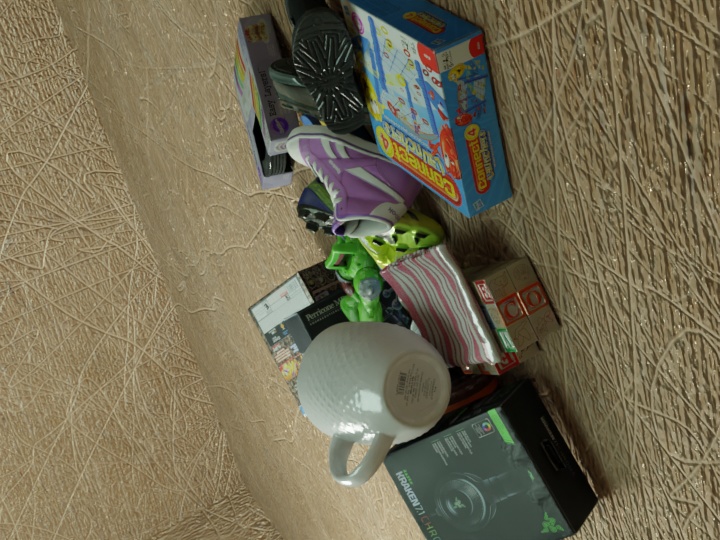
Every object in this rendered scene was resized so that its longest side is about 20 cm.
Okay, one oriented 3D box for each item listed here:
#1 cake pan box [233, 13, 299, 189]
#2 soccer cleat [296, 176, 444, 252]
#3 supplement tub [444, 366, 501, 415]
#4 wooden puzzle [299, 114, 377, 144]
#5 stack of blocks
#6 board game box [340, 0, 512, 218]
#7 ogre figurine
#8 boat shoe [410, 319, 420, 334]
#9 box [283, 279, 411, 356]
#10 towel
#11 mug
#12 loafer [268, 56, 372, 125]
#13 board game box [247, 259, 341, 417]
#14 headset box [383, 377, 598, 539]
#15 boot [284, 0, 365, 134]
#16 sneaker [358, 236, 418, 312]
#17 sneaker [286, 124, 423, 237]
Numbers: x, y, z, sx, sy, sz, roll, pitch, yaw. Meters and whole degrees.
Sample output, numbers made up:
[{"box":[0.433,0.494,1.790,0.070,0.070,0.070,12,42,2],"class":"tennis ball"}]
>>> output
[{"box":[-0.133,-0.233,1.805,0.184,0.052,0.201,111,145,-72],"class":"cake pan box"},{"box":[0.015,-0.077,1.571,0.200,0.084,0.065,13,155,24],"class":"soccer cleat"},{"box":[0.140,0.190,1.612,0.200,0.107,0.107,66,164,-9],"class":"supplement tub"},{"box":[-0.025,-0.171,1.651,0.185,0.046,0.200,57,163,17],"class":"wooden puzzle"},{"box":[0.151,0.055,1.442,0.115,0.058,0.200,64,164,-3],"class":"stack of blocks"},{"box":[0.068,-0.183,1.327,0.200,0.056,0.196,42,154,51],"class":"board game box"},{"box":[0.000,0.000,1.742,0.120,0.098,0.200,98,-177,-58],"class":"ogre figurine"},{"box":[0.106,0.141,1.720,0.069,0.072,0.200,-103,-10,-56],"class":"boat shoe"},{"box":[0.005,0.121,1.845,0.200,0.148,0.107,62,164,0],"class":"box"},{"box":[0.090,0.047,1.456,0.147,0.030,0.200,62,164,-2],"class":"towel"},{"box":[0.016,0.158,1.496,0.147,0.200,0.175,26,167,-23],"class":"mug"},{"box":[-0.036,-0.207,1.546,0.200,0.072,0.063,30,136,43],"class":"loafer"},{"box":[-0.062,0.104,2.012,0.159,0.097,0.200,-34,82,47],"class":"board game box"},{"box":[0.158,0.245,1.500,0.200,0.093,0.174,-28,92,33],"class":"headset box"},{"box":[-0.049,-0.274,1.429,0.165,0.065,0.200,77,-179,-46],"class":"boot"},{"box":[0.072,0.005,1.623,0.200,0.076,0.105,56,-179,21],"class":"sneaker"},{"box":[-0.029,-0.104,1.523,0.200,0.114,0.073,20,162,35],"class":"sneaker"}]
